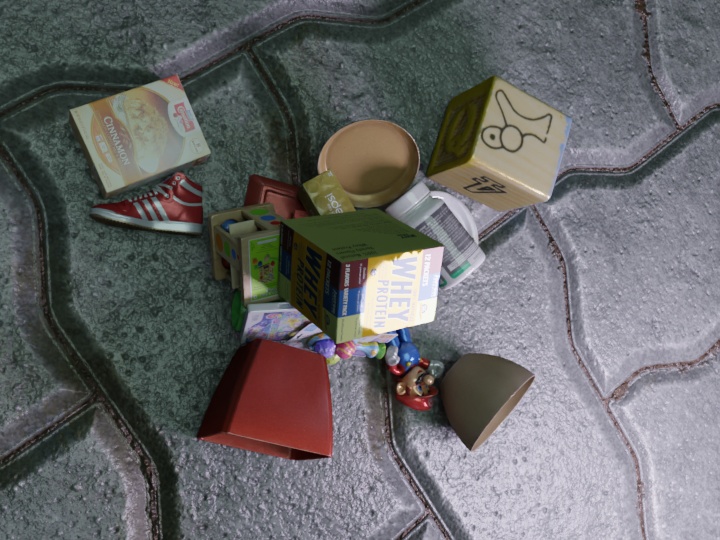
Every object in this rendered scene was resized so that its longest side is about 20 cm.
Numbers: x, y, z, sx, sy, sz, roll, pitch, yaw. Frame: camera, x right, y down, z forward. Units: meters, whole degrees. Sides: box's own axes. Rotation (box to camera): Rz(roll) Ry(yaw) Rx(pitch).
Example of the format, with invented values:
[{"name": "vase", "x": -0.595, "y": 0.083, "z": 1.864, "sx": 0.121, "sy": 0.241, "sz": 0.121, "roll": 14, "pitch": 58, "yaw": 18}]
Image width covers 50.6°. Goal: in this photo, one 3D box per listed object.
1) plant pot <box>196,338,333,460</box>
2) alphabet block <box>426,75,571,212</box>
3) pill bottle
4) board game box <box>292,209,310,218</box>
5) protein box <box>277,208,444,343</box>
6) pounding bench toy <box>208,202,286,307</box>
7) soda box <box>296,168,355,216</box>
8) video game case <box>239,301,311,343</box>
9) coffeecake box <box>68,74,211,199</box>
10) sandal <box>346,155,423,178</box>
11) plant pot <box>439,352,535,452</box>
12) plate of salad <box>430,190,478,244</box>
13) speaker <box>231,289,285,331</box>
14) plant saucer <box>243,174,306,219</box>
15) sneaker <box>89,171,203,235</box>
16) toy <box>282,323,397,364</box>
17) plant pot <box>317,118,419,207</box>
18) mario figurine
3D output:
[{"name": "plant pot", "x": -0.158, "y": 0.231, "z": 1.367, "sx": 0.198, "sy": 0.200, "sz": 0.178, "roll": 18, "pitch": 69, "yaw": -20}, {"name": "alphabet block", "x": 0.284, "y": -0.254, "z": 1.575, "sx": 0.199, "sy": 0.196, "sz": 0.197, "roll": 23, "pitch": 77, "yaw": -19}, {"name": "pill bottle", "x": 0.145, "y": -0.071, "z": 1.506, "sx": 0.113, "sy": 0.113, "sz": 0.201, "roll": -40, "pitch": 94, "yaw": -20}, {"name": "board game box", "x": -0.036, "y": -0.051, "z": 1.464, "sx": 0.198, "sy": 0.019, "sz": 0.104, "roll": 8, "pitch": 78, "yaw": -14}, {"name": "protein box", "x": -0.004, "y": 0.001, "z": 1.248, "sx": 0.197, "sy": 0.200, "sz": 0.136, "roll": -10, "pitch": 116, "yaw": -31}, {"name": "pounding bench toy", "x": -0.152, "y": -0.043, "z": 1.356, "sx": 0.198, "sy": 0.156, "sz": 0.125, "roll": -14, "pitch": 118, "yaw": -29}, {"name": "soda box", "x": -0.039, "y": -0.082, "z": 1.425, "sx": 0.067, "sy": 0.064, "sz": 0.201, "roll": -30, "pitch": 87, "yaw": -19}, {"name": "video game case", "x": -0.108, "y": 0.090, "z": 1.346, "sx": 0.198, "sy": 0.143, "sz": 0.018, "roll": -2, "pitch": 65, "yaw": -16}, {"name": "coffeecake box", "x": -0.392, "y": -0.238, "z": 1.358, "sx": 0.199, "sy": 0.073, "sz": 0.155, "roll": -26, "pitch": 95, "yaw": -23}, {"name": "sandal", "x": 0.037, "y": -0.205, "z": 1.537, "sx": 0.198, "sy": 0.075, "sz": 0.046, "roll": 4, "pitch": 93, "yaw": -25}, {"name": "plant pot", "x": 0.239, "y": 0.246, "z": 1.541, "sx": 0.134, "sy": 0.201, "sz": 0.200, "roll": 40, "pitch": 69, "yaw": 20}, {"name": "plate of salad", "x": 0.165, "y": -0.068, "z": 1.592, "sx": 0.198, "sy": 0.048, "sz": 0.202, "roll": 2, "pitch": 85, "yaw": -23}, {"name": "speaker", "x": -0.138, "y": 0.081, "z": 1.435, "sx": 0.198, "sy": 0.088, "sz": 0.089, "roll": 6, "pitch": 84, "yaw": -22}, {"name": "plant saucer", "x": -0.135, "y": -0.069, "z": 1.473, "sx": 0.198, "sy": 0.037, "sz": 0.202, "roll": 14, "pitch": 81, "yaw": -20}, {"name": "sneaker", "x": -0.376, "y": -0.128, "z": 1.358, "sx": 0.198, "sy": 0.071, "sz": 0.114, "roll": 7, "pitch": 88, "yaw": -30}, {"name": "toy", "x": -0.037, "y": 0.147, "z": 1.417, "sx": 0.199, "sy": 0.115, "sz": 0.048, "roll": 7, "pitch": 59, "yaw": -37}, {"name": "plant pot", "x": 0.015, "y": -0.209, "z": 1.470, "sx": 0.198, "sy": 0.201, "sz": 0.028, "roll": 15, "pitch": 37, "yaw": -21}, {"name": "mario figurine", "x": 0.108, "y": 0.180, "z": 1.517, "sx": 0.122, "sy": 0.106, "sz": 0.202, "roll": -19, "pitch": 90, "yaw": -10}]
